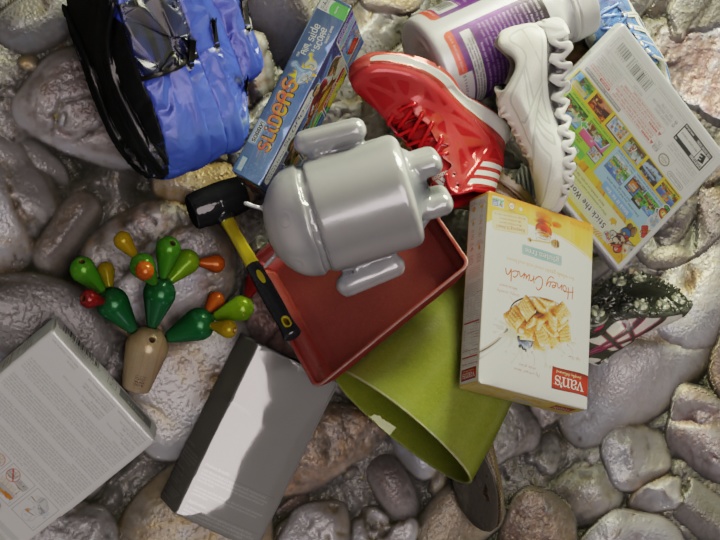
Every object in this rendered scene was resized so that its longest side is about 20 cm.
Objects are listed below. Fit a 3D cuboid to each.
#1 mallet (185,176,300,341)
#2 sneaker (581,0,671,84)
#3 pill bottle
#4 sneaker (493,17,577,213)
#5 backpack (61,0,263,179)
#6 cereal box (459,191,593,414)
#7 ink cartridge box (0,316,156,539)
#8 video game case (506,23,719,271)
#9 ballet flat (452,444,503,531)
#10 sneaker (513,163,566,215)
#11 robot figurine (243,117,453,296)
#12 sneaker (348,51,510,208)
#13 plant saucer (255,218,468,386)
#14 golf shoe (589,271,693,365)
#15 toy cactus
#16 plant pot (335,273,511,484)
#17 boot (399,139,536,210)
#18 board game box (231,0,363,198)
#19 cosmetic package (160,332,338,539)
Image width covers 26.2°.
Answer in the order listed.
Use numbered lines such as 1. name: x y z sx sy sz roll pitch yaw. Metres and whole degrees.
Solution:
1. mallet: -0.105 -0.015 1.590 0.065 0.041 0.200 -29 64 -20
2. sneaker: 0.299 -0.254 1.731 0.075 0.077 0.201 -37 105 -9
3. pill bottle: 0.153 -0.255 1.664 0.198 0.111 0.112 -25 104 -14
4. sneaker: 0.179 -0.158 1.605 0.080 0.075 0.203 -6 98 -9
5. backpack: -0.182 -0.199 1.532 0.166 0.162 0.202 -20 102 -18
6. cereal box: 0.171 0.034 1.571 0.143 0.039 0.202 15 69 -31
7. ink cartridge box: -0.335 0.171 1.598 0.199 0.047 0.160 -38 107 8
8. video game case: 0.280 -0.133 1.687 0.182 0.023 0.200 -45 108 -8
9. ballet flat: 0.129 0.195 1.745 0.046 0.067 0.202 -24 103 -47
10. sneaker: 0.217 -0.057 1.739 0.114 0.073 0.202 32 91 -28
11. robot figurine: -0.011 -0.062 1.520 0.198 0.113 0.172 -16 99 1
12. sneaker: 0.071 -0.136 1.572 0.198 0.078 0.117 23 54 -24
13. plant saucer: 0.000 0.000 1.596 0.199 0.200 0.037 -38 138 7
14. golf shoe: 0.289 0.058 1.780 0.198 0.077 0.089 -9 130 -25
15. toy cactus: -0.207 0.049 1.600 0.198 0.102 0.167 10 103 -28
16. plant pot: 0.101 0.086 1.632 0.187 0.187 0.201 43 76 -18
17. boot: 0.070 -0.036 1.676 0.174 0.066 0.201 30 85 9
18. board game box: -0.061 -0.172 1.589 0.034 0.135 0.202 27 86 8
19. cosmetic package: -0.119 0.179 1.642 0.106 0.090 0.202 29 84 -20
